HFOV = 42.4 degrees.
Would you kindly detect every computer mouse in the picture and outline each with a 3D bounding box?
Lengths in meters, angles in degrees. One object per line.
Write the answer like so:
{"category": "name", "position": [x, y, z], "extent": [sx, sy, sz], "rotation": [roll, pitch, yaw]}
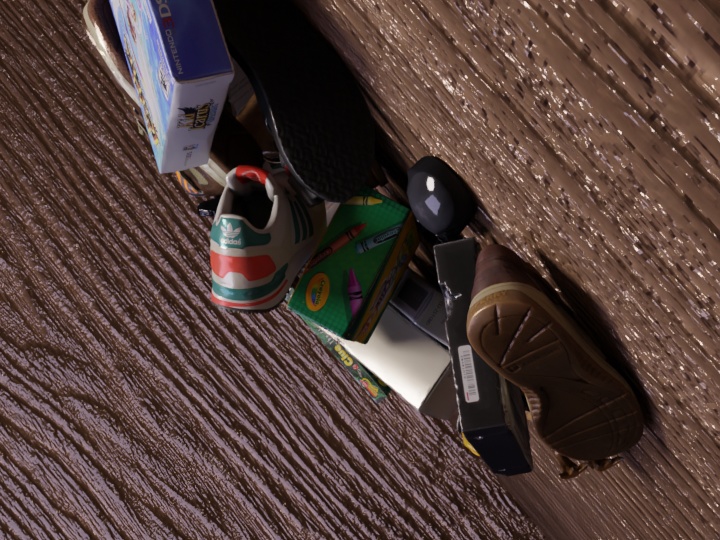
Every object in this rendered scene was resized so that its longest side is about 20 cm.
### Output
{"category": "computer mouse", "position": [0.053, -0.040, 0.710], "extent": [0.059, 0.034, 0.200], "rotation": [49, 176, 8]}

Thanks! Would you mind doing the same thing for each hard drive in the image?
{"category": "hard drive", "position": [0.100, 0.076, 0.724], "extent": [0.200, 0.037, 0.141], "rotation": [56, -155, -64]}

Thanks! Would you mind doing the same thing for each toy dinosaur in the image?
{"category": "toy dinosaur", "position": [0.179, 0.129, 0.815], "extent": [0.200, 0.060, 0.107], "rotation": [77, 173, -62]}

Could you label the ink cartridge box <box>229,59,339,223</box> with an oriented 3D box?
{"category": "ink cartridge box", "position": [-0.093, -0.136, 1.018], "extent": [0.200, 0.084, 0.146], "rotation": [50, 174, 1]}

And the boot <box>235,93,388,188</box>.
{"category": "boot", "position": [-0.047, -0.113, 0.842], "extent": [0.200, 0.075, 0.074], "rotation": [41, 166, 45]}

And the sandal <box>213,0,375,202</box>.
{"category": "sandal", "position": [-0.053, -0.144, 0.684], "extent": [0.202, 0.075, 0.048], "rotation": [60, 167, -8]}

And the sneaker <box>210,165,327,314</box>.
{"category": "sneaker", "position": [-0.072, -0.052, 0.762], "extent": [0.200, 0.070, 0.094], "rotation": [-67, -19, -56]}

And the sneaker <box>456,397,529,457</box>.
{"category": "sneaker", "position": [0.137, 0.157, 1.028], "extent": [0.078, 0.083, 0.200], "rotation": [34, -177, 8]}

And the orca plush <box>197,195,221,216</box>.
{"category": "orca plush", "position": [-0.149, -0.093, 0.957], "extent": [0.200, 0.071, 0.105], "rotation": [45, 167, 27]}

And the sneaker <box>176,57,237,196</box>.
{"category": "sneaker", "position": [-0.172, -0.175, 0.875], "extent": [0.112, 0.077, 0.202], "rotation": [15, -110, -65]}

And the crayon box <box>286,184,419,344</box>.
{"category": "crayon box", "position": [0.000, 0.000, 0.844], "extent": [0.058, 0.120, 0.200], "rotation": [27, 178, 8]}

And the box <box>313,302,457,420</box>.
{"category": "box", "position": [0.027, 0.072, 0.997], "extent": [0.200, 0.069, 0.082], "rotation": [38, -175, 34]}

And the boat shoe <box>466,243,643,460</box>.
{"category": "boat shoe", "position": [0.131, 0.056, 0.622], "extent": [0.200, 0.072, 0.072], "rotation": [44, -150, -36]}

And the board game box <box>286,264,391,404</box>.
{"category": "board game box", "position": [-0.023, 0.059, 1.127], "extent": [0.200, 0.023, 0.105], "rotation": [49, -154, -2]}

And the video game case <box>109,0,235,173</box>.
{"category": "video game case", "position": [-0.150, -0.194, 0.674], "extent": [0.181, 0.045, 0.202], "rotation": [138, 115, -72]}

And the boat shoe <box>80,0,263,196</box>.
{"category": "boat shoe", "position": [-0.176, -0.143, 0.811], "extent": [0.075, 0.075, 0.203], "rotation": [-22, 113, 42]}

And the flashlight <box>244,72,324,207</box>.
{"category": "flashlight", "position": [-0.075, -0.148, 0.744], "extent": [0.200, 0.068, 0.068], "rotation": [51, 139, -1]}

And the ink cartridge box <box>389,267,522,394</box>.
{"category": "ink cartridge box", "position": [0.093, 0.051, 1.004], "extent": [0.173, 0.044, 0.200], "rotation": [33, -177, -25]}
